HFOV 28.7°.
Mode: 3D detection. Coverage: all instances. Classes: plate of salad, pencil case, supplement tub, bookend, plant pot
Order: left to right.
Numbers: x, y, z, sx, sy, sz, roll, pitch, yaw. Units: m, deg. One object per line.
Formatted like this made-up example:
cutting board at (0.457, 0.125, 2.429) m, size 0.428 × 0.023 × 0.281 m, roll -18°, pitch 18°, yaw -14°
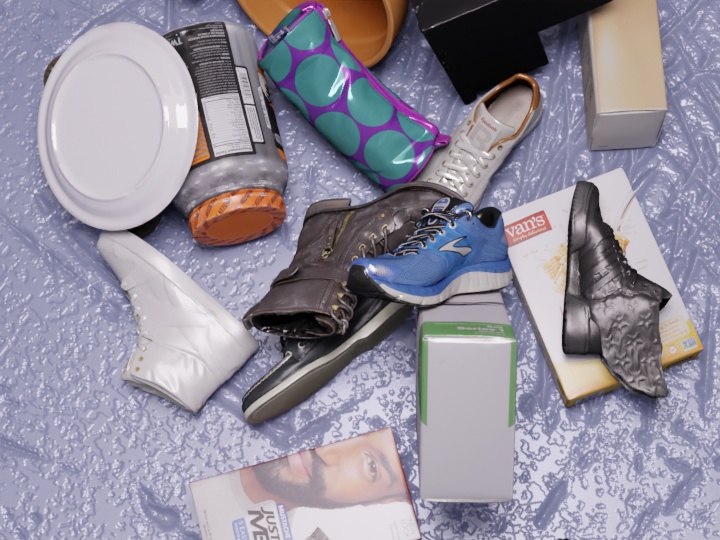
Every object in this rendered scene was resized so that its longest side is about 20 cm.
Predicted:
plate of salad at (-0.234, -0.140, 1.373) m, size 0.198 × 0.048 × 0.202 m, roll 0°, pitch 91°, yaw 29°
supplement tub at (-0.142, -0.135, 1.406) m, size 0.121 × 0.123 × 0.202 m, roll -14°, pitch 73°, yaw 0°
plant pot at (-0.021, -0.324, 1.428) m, size 0.199 × 0.201 × 0.140 m, roll 28°, pitch 61°, yaw 11°
pencil case at (-0.010, -0.173, 1.395) m, size 0.200 × 0.085 × 0.092 m, roll 45°, pitch 118°, yaw -10°
bookend at (0.158, -0.269, 1.364) m, size 0.199 × 0.199 × 0.093 m, roll -21°, pitch 72°, yaw 11°

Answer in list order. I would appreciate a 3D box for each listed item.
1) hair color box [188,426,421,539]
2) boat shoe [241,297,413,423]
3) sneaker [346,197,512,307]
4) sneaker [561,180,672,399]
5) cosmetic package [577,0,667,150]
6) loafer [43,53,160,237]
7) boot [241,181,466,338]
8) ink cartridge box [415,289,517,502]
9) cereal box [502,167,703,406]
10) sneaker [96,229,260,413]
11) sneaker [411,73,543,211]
hair color box at (-0.051, 0.230, 1.324) m, size 0.198 × 0.064 × 0.112 m, roll -16°, pitch 72°, yaw -2°
boat shoe at (-0.043, 0.069, 1.365) m, size 0.199 × 0.075 × 0.066 m, roll -37°, pitch 72°, yaw -8°
sneaker at (0.061, -0.020, 1.268) m, size 0.078 × 0.199 × 0.090 m, roll 9°, pitch 105°, yaw 41°
sneaker at (0.245, 0.017, 1.328) m, size 0.103 × 0.060 × 0.202 m, roll 4°, pitch 79°, yaw 7°
cosmetic package at (0.260, -0.233, 1.418) m, size 0.070 × 0.105 × 0.202 m, roll -3°, pitch 75°, yaw 3°
loafer at (-0.255, -0.129, 1.443) m, size 0.076 × 0.067 × 0.201 m, roll -23°, pitch 89°, yaw 9°
boot at (0.000, 0.000, 1.334) m, size 0.198 × 0.070 × 0.175 m, roll -8°, pitch 36°, yaw 26°
ink cartridge box at (0.091, 0.102, 1.261) m, size 0.083 × 0.200 × 0.148 m, roll 1°, pitch 103°, yaw 2°
cereal box at (0.229, 0.015, 1.379) m, size 0.143 × 0.040 × 0.201 m, roll -21°, pitch 73°, yaw -2°
sneaker at (-0.209, 0.051, 1.382) m, size 0.200 × 0.074 × 0.116 m, roll 39°, pitch 77°, yaw 12°
sneaker at (0.108, -0.119, 1.404) m, size 0.073 × 0.085 × 0.201 m, roll 36°, pitch 83°, yaw 12°
